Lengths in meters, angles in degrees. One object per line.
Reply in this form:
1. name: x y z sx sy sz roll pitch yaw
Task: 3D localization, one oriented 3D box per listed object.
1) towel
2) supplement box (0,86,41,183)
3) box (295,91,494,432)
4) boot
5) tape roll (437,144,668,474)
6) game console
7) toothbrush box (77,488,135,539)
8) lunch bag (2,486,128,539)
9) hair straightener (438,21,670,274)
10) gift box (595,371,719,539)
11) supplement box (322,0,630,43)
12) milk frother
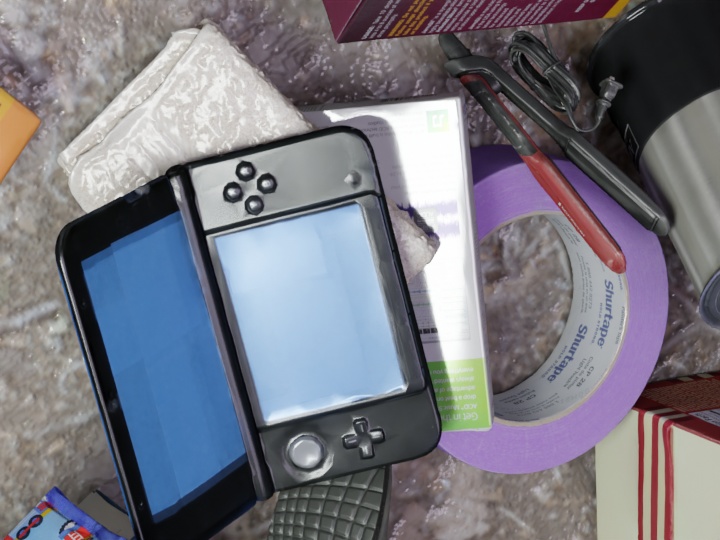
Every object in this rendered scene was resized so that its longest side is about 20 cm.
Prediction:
1. towel: -0.066 -0.035 1.364 0.200 0.034 0.133 44 101 -8
2. supplement box: -0.271 -0.115 1.270 0.200 0.069 0.067 37 81 -27
3. box: 0.000 0.000 1.407 0.144 0.036 0.201 -4 98 9
4. boot: -0.004 0.201 1.427 0.131 0.067 0.201 26 73 -63
5. tape roll: 0.095 0.024 1.500 0.199 0.066 0.201 -6 103 -27
6. game console: -0.056 0.041 1.305 0.170 0.118 0.201 -14 104 4
7. toothbrush box: -0.140 0.256 1.413 0.146 0.085 0.200 -43 116 -13
8. lunch bag: -0.150 0.248 1.315 0.151 0.094 0.200 -45 126 -14
9. hair straightener: 0.121 -0.095 1.441 0.077 0.041 0.200 -38 74 -8
10. gift box: 0.276 0.174 1.563 0.199 0.184 0.188 -5 102 -21
11. supplement box: 0.070 -0.208 1.396 0.199 0.086 0.111 -8 68 -27
12. milk frother: 0.275 -0.084 1.474 0.200 0.189 0.180 -33 149 20
